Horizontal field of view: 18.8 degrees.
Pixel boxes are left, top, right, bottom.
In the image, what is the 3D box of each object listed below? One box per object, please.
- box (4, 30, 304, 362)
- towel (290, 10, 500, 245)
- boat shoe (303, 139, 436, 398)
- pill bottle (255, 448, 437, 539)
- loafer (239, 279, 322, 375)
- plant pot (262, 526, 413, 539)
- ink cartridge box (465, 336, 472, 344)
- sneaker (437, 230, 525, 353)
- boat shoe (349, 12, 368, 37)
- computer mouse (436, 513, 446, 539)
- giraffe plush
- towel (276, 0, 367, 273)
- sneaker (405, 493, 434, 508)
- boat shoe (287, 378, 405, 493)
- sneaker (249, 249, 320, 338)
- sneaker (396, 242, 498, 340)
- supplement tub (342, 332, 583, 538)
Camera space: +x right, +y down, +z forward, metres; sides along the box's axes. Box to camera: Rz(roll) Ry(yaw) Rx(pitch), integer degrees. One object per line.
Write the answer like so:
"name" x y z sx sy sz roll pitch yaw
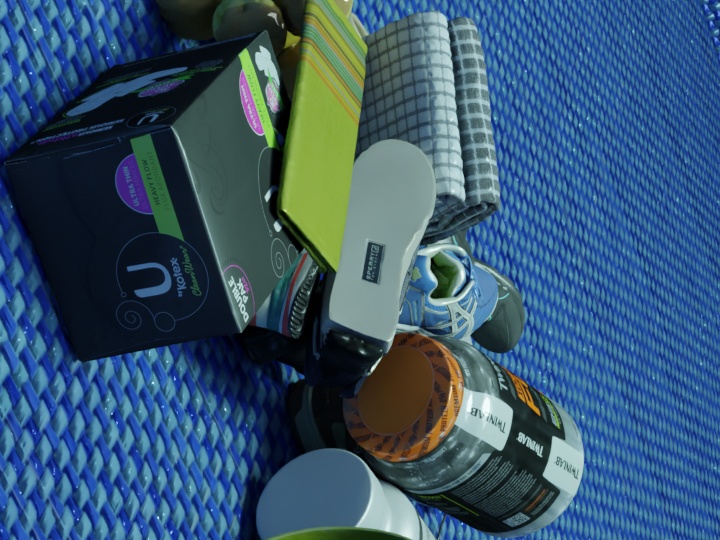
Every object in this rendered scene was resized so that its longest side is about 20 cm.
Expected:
"box" -0.123 -0.052 1.447 0.200 0.124 0.149 -55 131 -62
"towel" 0.026 -0.098 1.752 0.085 0.200 0.166 7 69 -37
"boat shoe" 0.000 0.000 1.618 0.093 0.075 0.200 119 -9 -53
"pill bottle" 0.005 0.227 1.645 0.200 0.116 0.116 57 29 -43
"loafer" -0.038 0.049 1.694 0.070 0.068 0.201 68 18 -1
"plant pot" -0.017 0.311 1.498 0.187 0.187 0.200 -64 153 -58
"ink cartridge box" 0.038 0.011 1.944 0.176 0.045 0.200 -29 107 -68
"sneaker" 0.077 0.015 1.910 0.200 0.075 0.079 53 47 -35
"boat shoe" 0.029 -0.146 1.908 0.200 0.065 0.072 46 20 -30
"computer mouse" 0.064 0.216 1.936 0.059 0.034 0.200 79 18 -52
"giraffe plush" -0.065 -0.193 1.685 0.200 0.172 0.162 51 -16 45
"towel" -0.029 -0.102 1.519 0.086 0.018 0.200 49 39 -47
"sneaker" 0.042 0.116 1.814 0.077 0.085 0.200 -34 110 -24
"boat shoe" 0.010 0.171 1.745 0.075 0.075 0.202 -74 146 -51
"sneaker" -0.074 -0.014 1.606 0.200 0.093 0.070 -77 180 -69
"sneaker" 0.067 0.019 1.752 0.200 0.077 0.076 -4 73 -60
"supplement tub" 0.079 0.126 1.682 0.200 0.122 0.123 34 48 -51
